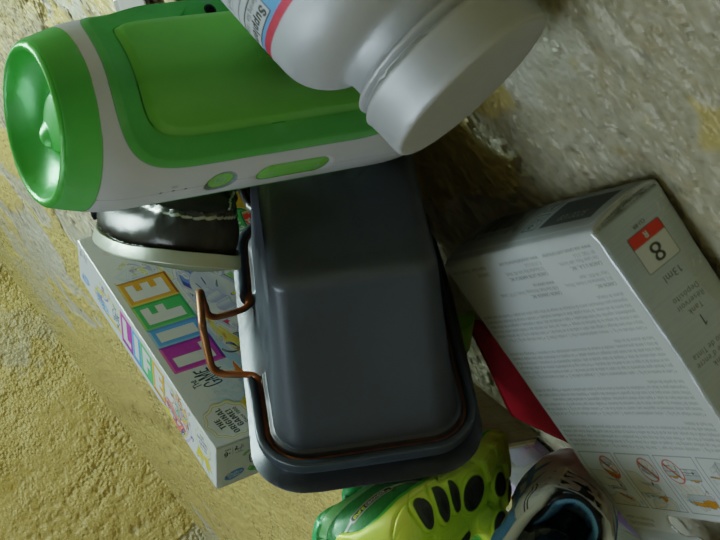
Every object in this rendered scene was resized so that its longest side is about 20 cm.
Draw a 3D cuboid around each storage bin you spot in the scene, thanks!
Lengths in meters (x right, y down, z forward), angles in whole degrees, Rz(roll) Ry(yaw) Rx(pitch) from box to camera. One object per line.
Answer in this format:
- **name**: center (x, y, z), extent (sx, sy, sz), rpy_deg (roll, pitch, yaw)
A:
- **storage bin**: center (-0.019, -0.004, 0.758), extent (0.200, 0.145, 0.135), rpy_deg (-100, 4, -46)

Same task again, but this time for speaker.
- **speaker**: center (-0.058, -0.081, 0.654), extent (0.088, 0.199, 0.089), rpy_deg (28, 124, 52)

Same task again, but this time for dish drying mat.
- **dish drying mat**: center (0.134, 0.077, 0.809), extent (0.200, 0.018, 0.077), rpy_deg (19, 140, 61)

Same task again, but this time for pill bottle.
- **pill bottle**: center (-0.019, -0.149, 0.592), extent (0.200, 0.109, 0.109), rpy_deg (48, 162, 9)

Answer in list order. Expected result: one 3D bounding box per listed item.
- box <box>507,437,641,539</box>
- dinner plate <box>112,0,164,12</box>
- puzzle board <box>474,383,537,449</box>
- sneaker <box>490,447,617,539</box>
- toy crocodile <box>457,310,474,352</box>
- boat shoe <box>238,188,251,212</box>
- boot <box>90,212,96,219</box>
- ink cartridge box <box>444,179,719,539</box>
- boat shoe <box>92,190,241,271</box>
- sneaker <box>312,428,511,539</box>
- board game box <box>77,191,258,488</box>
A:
- **box**: center (0.162, 0.183, 0.905), extent (0.200, 0.039, 0.042), rpy_deg (41, 154, 31)
- **dinner plate**: center (-0.129, -0.145, 0.878), extent (0.200, 0.024, 0.201), rpy_deg (160, 90, -89)
- **puzzle board**: center (0.002, 0.080, 0.909), extent (0.151, 0.200, 0.017), rpy_deg (38, 115, 35)
- **sneaker**: center (0.113, 0.141, 0.766), extent (0.072, 0.073, 0.200), rpy_deg (34, -157, 6)
- **toy crocodile**: center (0.000, 0.000, 0.921), extent (0.200, 0.062, 0.068), rpy_deg (39, 141, 49)
- **boat shoe**: center (-0.064, -0.112, 0.830), extent (0.072, 0.061, 0.202), rpy_deg (38, 158, 37)
- **boot**: center (-0.145, -0.053, 1.048), extent (0.198, 0.073, 0.163), rpy_deg (46, 137, 47)
- **ink cartridge box**: center (0.143, 0.055, 0.696), extent (0.200, 0.050, 0.162), rpy_deg (52, 161, -9)
- **boat shoe**: center (-0.101, -0.042, 0.731), extent (0.201, 0.071, 0.061), rpy_deg (-147, 67, -70)
- **sneaker**: center (0.034, 0.129, 0.804), extent (0.083, 0.074, 0.200), rpy_deg (3, -179, 23)
- **board game box**: center (-0.071, 0.031, 0.855), extent (0.200, 0.134, 0.034), rpy_deg (49, 147, 40)
